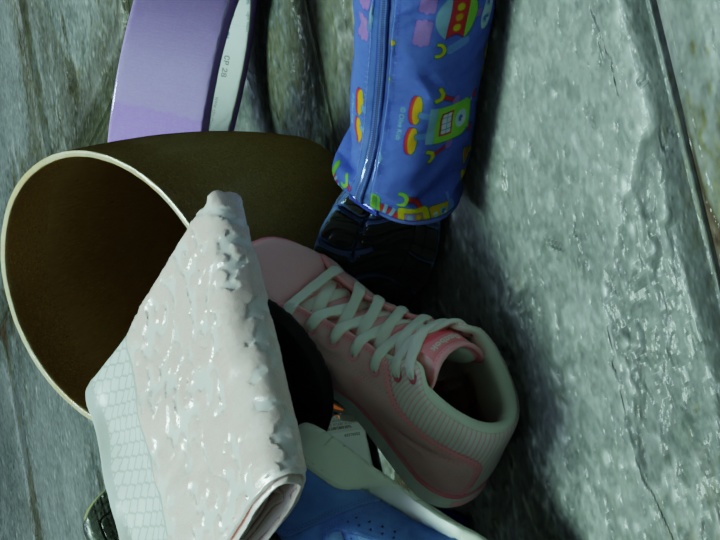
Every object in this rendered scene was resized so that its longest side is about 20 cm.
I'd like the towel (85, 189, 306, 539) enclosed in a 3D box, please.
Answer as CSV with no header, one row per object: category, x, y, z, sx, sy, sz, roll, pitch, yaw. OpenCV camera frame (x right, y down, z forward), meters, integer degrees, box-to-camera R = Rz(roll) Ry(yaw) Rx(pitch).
towel,-0.097,0.087,1.308,0.191,0.032,0.200,-54,40,40

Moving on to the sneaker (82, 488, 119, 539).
sneaker,-0.125,0.179,1.664,0.089,0.200,0.077,-31,74,44

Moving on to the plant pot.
plant pot,-0.095,-0.016,1.485,0.186,0.200,0.187,17,120,33

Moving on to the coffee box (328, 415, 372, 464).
coffee box,-0.052,0.097,1.613,0.114,0.079,0.201,128,132,-66

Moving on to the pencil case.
pencil case,0.029,-0.119,1.275,0.078,0.087,0.200,33,136,29

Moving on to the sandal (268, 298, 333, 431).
sandal,-0.064,0.103,1.350,0.075,0.045,0.200,35,134,24

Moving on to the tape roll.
tape roll,-0.123,-0.139,1.624,0.200,0.065,0.201,13,-90,-88

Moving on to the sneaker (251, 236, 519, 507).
sneaker,0.013,0.039,1.322,0.200,0.075,0.105,46,147,8

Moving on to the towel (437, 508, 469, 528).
towel,0.039,0.248,1.449,0.148,0.049,0.201,174,89,-71

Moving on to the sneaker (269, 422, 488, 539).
sneaker,0.018,0.180,1.268,0.200,0.111,0.077,32,174,17

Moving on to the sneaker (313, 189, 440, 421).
sneaker,0.000,0.000,1.435,0.079,0.075,0.200,-86,13,-49
